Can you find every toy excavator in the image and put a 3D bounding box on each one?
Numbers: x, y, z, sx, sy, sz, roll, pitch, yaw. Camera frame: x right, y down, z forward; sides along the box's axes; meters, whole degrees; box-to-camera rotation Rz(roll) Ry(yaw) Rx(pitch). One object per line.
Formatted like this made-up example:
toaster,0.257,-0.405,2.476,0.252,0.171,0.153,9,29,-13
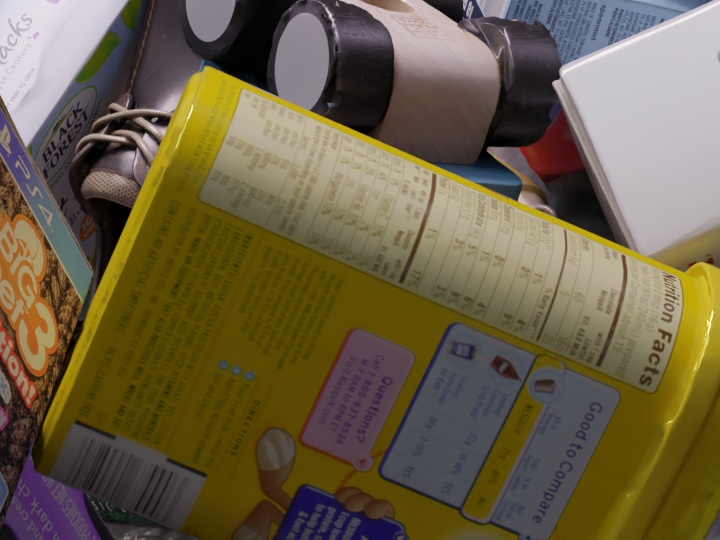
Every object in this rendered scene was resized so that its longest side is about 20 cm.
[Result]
toy excavator,0.000,0.000,0.980,0.100,0.200,0.194,1,26,-35

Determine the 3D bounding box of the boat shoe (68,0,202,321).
boat shoe,-0.069,-0.035,1.054,0.074,0.200,0.073,-1,-3,42

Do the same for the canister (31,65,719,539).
canister,0.013,0.037,0.861,0.087,0.200,0.149,-84,18,-70

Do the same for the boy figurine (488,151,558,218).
boy figurine,0.022,-0.031,1.131,0.124,0.065,0.200,4,35,3

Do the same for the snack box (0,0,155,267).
snack box,-0.135,-0.040,1.111,0.053,0.142,0.200,24,67,16

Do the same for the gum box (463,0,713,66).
gum box,0.133,-0.113,1.094,0.200,0.045,0.170,12,26,-15

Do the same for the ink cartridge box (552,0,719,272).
ink cartridge box,0.182,-0.049,0.956,0.200,0.147,0.083,-23,66,6

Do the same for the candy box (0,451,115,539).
candy box,-0.172,0.136,0.921,0.071,0.168,0.200,-3,38,37

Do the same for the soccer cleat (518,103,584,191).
soccer cleat,0.107,-0.112,1.184,0.067,0.077,0.200,-9,30,27

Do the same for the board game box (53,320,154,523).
board game box,-0.101,0.061,1.133,0.200,0.023,0.105,0,41,37

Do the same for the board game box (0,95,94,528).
board game box,-0.191,0.040,0.821,0.159,0.097,0.200,-13,34,19
